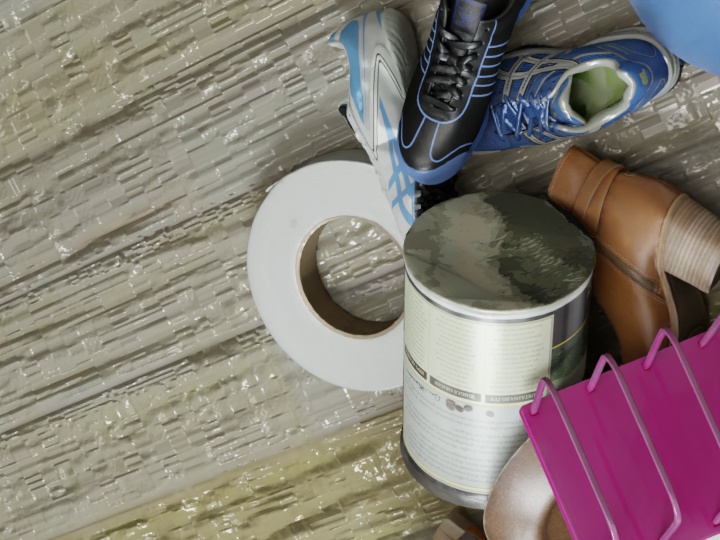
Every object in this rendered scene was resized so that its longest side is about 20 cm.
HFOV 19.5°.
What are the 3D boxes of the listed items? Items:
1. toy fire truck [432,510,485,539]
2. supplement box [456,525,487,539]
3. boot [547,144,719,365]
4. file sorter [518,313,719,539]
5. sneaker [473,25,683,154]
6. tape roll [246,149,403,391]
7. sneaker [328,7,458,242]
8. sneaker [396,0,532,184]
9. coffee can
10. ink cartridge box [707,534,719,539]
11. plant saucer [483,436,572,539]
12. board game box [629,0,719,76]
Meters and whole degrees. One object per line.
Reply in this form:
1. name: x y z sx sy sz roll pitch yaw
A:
1. toy fire truck: 0.112 0.236 1.763 0.140 0.049 0.202 -6 105 28
2. supplement box: 0.052 0.305 1.671 0.073 0.200 0.127 35 119 13
3. boot: 0.199 0.011 1.639 0.154 0.074 0.201 30 119 21
4. file sorter: 0.234 0.112 1.481 0.199 0.126 0.140 -21 75 -7
5. sneaker: 0.144 -0.135 1.601 0.199 0.077 0.076 -20 101 31
6. tape roll: 0.000 0.000 1.739 0.201 0.037 0.204 9 111 23
7. sneaker: 0.026 -0.105 1.657 0.072 0.072 0.202 -17 84 30
8. sneaker: 0.074 -0.165 1.576 0.070 0.078 0.201 21 87 17
9. coffee can: 0.103 0.063 1.619 0.145 0.147 0.201 16 131 19
10. ink cartridge box: 0.237 0.258 1.638 0.045 0.176 0.201 37 120 12
11. plant saucer: 0.189 0.163 1.621 0.037 0.199 0.201 53 126 37
12. board game box: 0.289 -0.238 1.521 0.157 0.039 0.201 32 122 5
